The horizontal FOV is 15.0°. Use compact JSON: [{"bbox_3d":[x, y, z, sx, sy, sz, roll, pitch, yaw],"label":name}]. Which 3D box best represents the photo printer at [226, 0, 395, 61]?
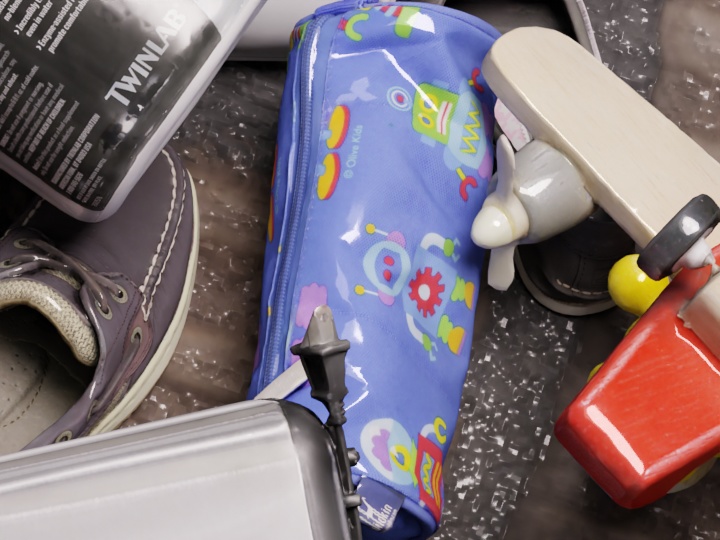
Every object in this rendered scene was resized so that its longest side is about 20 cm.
[{"bbox_3d":[-0.079,-0.158,1.042,0.200,0.069,0.166,1,60,-7],"label":"photo printer"}]

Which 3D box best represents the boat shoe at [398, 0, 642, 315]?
[{"bbox_3d":[0.063,-0.080,1.029,0.067,0.057,0.200,-13,63,-14],"label":"boat shoe"}]

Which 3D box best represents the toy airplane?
[{"bbox_3d":[0.132,0.018,0.919,0.199,0.141,0.200,16,43,-27],"label":"toy airplane"}]

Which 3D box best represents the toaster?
[{"bbox_3d":[-0.056,0.126,0.792,0.119,0.181,0.200,-10,85,-11],"label":"toaster"}]

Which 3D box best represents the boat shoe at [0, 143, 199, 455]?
[{"bbox_3d":[-0.109,0.025,0.937,0.072,0.065,0.200,25,59,7],"label":"boat shoe"}]

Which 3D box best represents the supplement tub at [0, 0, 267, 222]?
[{"bbox_3d":[-0.134,-0.118,0.912,0.200,0.123,0.123,36,60,-4],"label":"supplement tub"}]

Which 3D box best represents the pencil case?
[{"bbox_3d":[0.000,0.000,0.943,0.078,0.087,0.200,-9,62,37],"label":"pencil case"}]
